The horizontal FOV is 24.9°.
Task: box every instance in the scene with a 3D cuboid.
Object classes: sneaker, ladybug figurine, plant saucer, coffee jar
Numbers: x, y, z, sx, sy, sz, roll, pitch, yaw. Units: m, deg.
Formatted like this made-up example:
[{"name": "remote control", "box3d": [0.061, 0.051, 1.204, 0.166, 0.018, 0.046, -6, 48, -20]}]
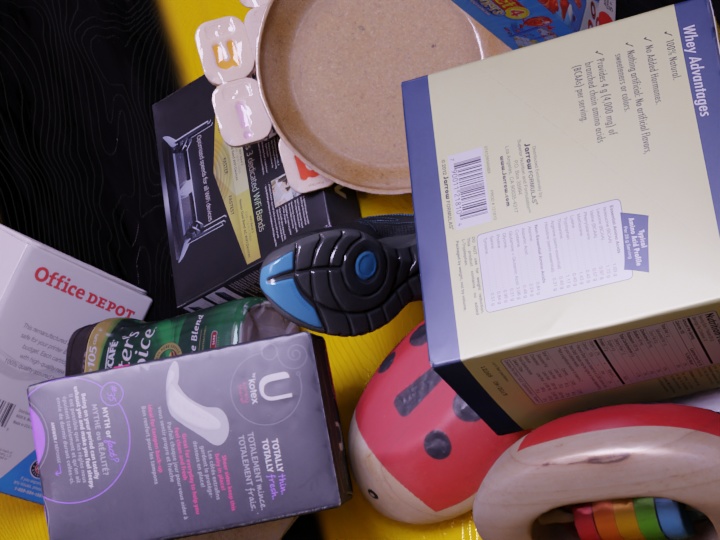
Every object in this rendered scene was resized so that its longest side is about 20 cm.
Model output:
[{"name": "sneaker", "box3d": [0.000, 0.000, 1.141, 0.082, 0.199, 0.074, 14, 104, 45]}, {"name": "ladybug figurine", "box3d": [0.166, 0.131, 0.986, 0.199, 0.136, 0.072, -7, 46, 22]}, {"name": "ladybug figurine", "box3d": [0.063, 0.087, 1.126, 0.200, 0.072, 0.136, -47, 50, 13]}, {"name": "plant saucer", "box3d": [0.021, -0.155, 1.223, 0.198, 0.035, 0.202, 0, 85, -2]}, {"name": "coffee jar", "box3d": [-0.144, 0.082, 1.279, 0.199, 0.085, 0.105, -9, 76, 36]}]

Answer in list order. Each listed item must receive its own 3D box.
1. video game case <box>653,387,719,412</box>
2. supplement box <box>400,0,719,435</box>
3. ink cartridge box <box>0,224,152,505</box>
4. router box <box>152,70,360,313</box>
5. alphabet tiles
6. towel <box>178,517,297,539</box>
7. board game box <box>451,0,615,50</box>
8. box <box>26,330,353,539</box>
[{"name": "video game case", "box3d": [0.243, -0.002, 1.053, 0.181, 0.024, 0.201, -21, 61, 31]}, {"name": "supplement box", "box3d": [0.147, -0.029, 1.007, 0.198, 0.134, 0.201, -14, 63, 17]}, {"name": "ink cartridge box", "box3d": [-0.285, 0.077, 1.355, 0.084, 0.146, 0.201, 24, 87, 43]}, {"name": "router box", "box3d": [-0.086, -0.079, 1.323, 0.157, 0.052, 0.201, -26, 58, 27]}, {"name": "alphabet tiles", "box3d": [-0.021, -0.166, 1.248, 0.199, 0.015, 0.197, -16, 85, -3]}, {"name": "towel", "box3d": [-0.141, 0.201, 1.215, 0.132, 0.034, 0.201, 38, 107, 7]}, {"name": "board game box", "box3d": [0.112, -0.266, 1.149, 0.056, 0.195, 0.202, -9, 67, 35]}, {"name": "box", "box3d": [-0.114, 0.120, 1.127, 0.198, 0.106, 0.123, -11, 84, 4]}]
